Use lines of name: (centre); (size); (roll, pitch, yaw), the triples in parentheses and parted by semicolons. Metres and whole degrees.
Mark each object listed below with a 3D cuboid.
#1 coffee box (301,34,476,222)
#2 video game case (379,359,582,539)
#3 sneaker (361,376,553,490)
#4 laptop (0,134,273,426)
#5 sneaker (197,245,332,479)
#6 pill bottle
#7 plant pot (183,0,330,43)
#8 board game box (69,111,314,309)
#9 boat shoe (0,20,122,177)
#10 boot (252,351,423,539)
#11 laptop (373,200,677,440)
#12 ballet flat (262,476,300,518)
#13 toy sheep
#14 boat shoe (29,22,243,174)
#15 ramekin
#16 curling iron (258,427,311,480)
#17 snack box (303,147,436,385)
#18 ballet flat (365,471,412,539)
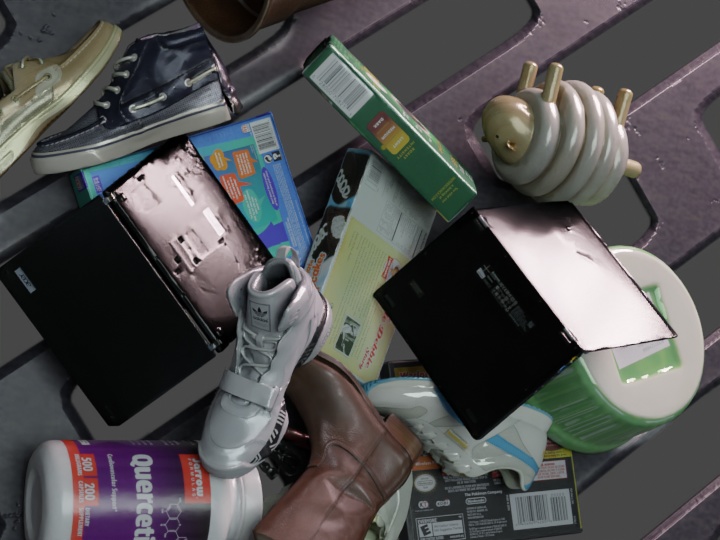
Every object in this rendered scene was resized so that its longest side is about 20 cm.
coffee box: (0.027, -0.137, 1.787); (0.200, 0.123, 0.044); (44, 98, -9)
video game case: (0.118, 0.175, 1.830); (0.198, 0.025, 0.183); (-2, 80, -28)
sneaker: (0.088, 0.150, 1.764); (0.198, 0.076, 0.082); (17, 79, -19)
laptop: (-0.191, 0.006, 1.692); (0.178, 0.103, 0.200); (54, 42, -9)
sneaker: (-0.093, 0.075, 1.633); (0.074, 0.115, 0.201); (17, 61, 22)
pill bottle: (-0.191, 0.206, 1.657); (0.198, 0.112, 0.114); (2, 82, -23)
plant pot: (-0.056, -0.333, 1.756); (0.197, 0.200, 0.202); (-18, 90, -31)
board game box: (-0.153, -0.047, 1.745); (0.198, 0.045, 0.154); (-18, 91, -25)
boat shoe: (-0.295, -0.162, 1.687); (0.065, 0.072, 0.200); (45, 74, -12)
boot: (-0.056, 0.179, 1.669); (0.186, 0.064, 0.200); (36, 54, 2)
laptop: (0.153, 0.041, 1.757); (0.200, 0.116, 0.188); (-40, 58, 7)
ballet flat: (-0.076, 0.255, 1.726); (0.073, 0.073, 0.202); (24, 79, -18)
toy sheep: (0.205, -0.128, 1.867); (0.198, 0.138, 0.140); (15, 77, -26)
boat shoe: (-0.213, -0.158, 1.694); (0.198, 0.075, 0.094); (-19, 106, -8)
ramekin: (0.245, 0.073, 1.850); (0.198, 0.097, 0.202); (11, 70, -31)
curling iron: (-0.014, 0.189, 1.786); (0.198, 0.026, 0.050); (17, 97, -25)
snack box: (0.000, 0.000, 1.785); (0.116, 0.037, 0.202); (36, 68, -44)
ballet flat: (-0.002, 0.248, 1.737); (0.069, 0.069, 0.202); (24, 85, -18)
